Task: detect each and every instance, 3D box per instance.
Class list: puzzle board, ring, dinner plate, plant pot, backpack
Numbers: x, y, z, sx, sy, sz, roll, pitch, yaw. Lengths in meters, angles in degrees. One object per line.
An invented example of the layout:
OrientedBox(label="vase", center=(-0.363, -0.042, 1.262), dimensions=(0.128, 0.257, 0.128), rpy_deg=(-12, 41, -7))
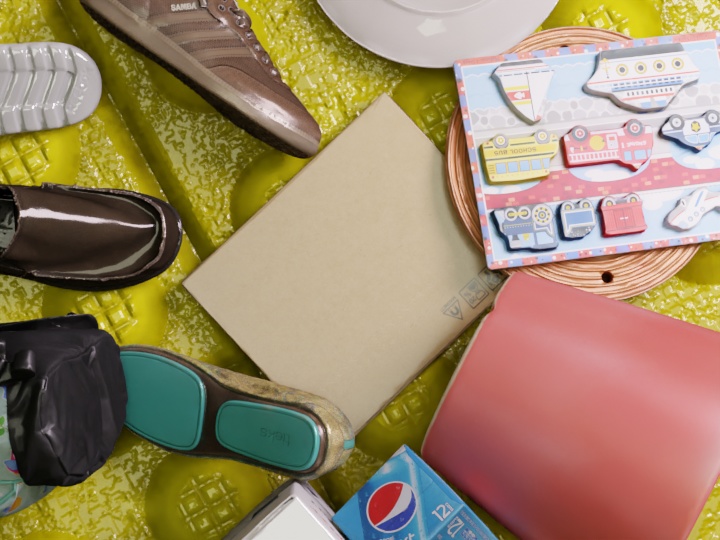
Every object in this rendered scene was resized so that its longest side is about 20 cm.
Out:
OrientedBox(label="puzzle board", center=(0.173, -0.086, 1.258), dimensions=(0.199, 0.017, 0.152), rpy_deg=(-7, 80, -10))
OrientedBox(label="ring", center=(0.157, -0.074, 1.272), dimensions=(0.199, 0.019, 0.202), rpy_deg=(2, 79, -8))
OrientedBox(label="dinner plate", center=(0.055, -0.243, 1.278), dimensions=(0.199, 0.024, 0.202), rpy_deg=(0, 81, 1))
OrientedBox(label="plant pot", center=(0.149, 0.102, 1.198), dimensions=(0.177, 0.200, 0.201), rpy_deg=(27, 85, 10))
OrientedBox(label="backpack", center=(-0.268, 0.100, 1.186), dimensions=(0.199, 0.167, 0.127), rpy_deg=(-7, 91, 12))

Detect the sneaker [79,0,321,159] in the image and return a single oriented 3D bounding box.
OrientedBox(label="sneaker", center=(-0.098, -0.159, 1.254), dimensions=(0.200, 0.070, 0.076), rpy_deg=(36, 85, 0))

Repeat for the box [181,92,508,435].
OrientedBox(label="box", center=(0.000, 0.000, 1.271), dimensions=(0.200, 0.021, 0.164), rpy_deg=(-43, 89, -4))

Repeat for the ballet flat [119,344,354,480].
OrientedBox(label="ballet flat", center=(-0.091, 0.097, 1.232), dimensions=(0.199, 0.071, 0.071), rpy_deg=(14, 85, 29))

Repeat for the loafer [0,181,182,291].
OrientedBox(label="loafer", center=(-0.222, -0.024, 1.238), dimensions=(0.199, 0.071, 0.074), rpy_deg=(0, 86, -2))

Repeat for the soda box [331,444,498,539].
OrientedBox(label="soda box", center=(0.060, 0.193, 1.174), dimensions=(0.068, 0.200, 0.064), rpy_deg=(-44, 52, -4))

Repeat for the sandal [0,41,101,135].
OrientedBox(label="sandal", center=(-0.284, -0.129, 1.258), dimensions=(0.201, 0.050, 0.083), rpy_deg=(6, 101, -15))

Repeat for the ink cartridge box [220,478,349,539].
OrientedBox(label="ink cartridge box", center=(-0.024, 0.216, 1.166), dimensions=(0.086, 0.200, 0.147), rpy_deg=(-42, 89, -4))
